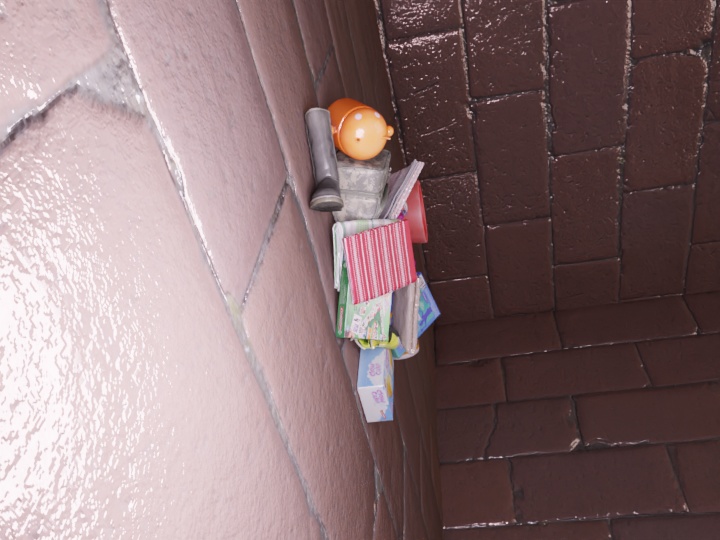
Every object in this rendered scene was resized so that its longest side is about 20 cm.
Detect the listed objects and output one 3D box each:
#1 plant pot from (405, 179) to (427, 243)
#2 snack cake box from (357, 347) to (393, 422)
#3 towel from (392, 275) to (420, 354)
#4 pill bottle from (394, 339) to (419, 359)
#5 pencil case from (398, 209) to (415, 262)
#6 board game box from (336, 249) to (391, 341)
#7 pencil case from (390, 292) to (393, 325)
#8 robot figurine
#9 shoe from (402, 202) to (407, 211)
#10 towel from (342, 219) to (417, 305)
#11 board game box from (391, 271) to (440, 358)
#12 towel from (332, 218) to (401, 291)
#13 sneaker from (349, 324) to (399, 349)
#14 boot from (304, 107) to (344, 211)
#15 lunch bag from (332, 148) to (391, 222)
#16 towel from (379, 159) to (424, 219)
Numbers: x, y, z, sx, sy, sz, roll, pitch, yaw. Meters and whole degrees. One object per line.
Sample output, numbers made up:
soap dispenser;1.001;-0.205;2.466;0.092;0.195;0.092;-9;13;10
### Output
plant pot;0.111;-0.172;1.973;0.200;0.175;0.204;-8;90;-80
snack cake box;0.040;0.256;1.547;0.201;0.066;0.116;-84;164;-55
towel;0.108;0.088;1.517;0.133;0.034;0.203;-125;-146;-69
pill bottle;0.106;0.153;1.871;0.116;0.115;0.203;-61;142;-74
pencil case;0.097;-0.077;1.708;0.089;0.087;0.202;-87;167;-47
board game box;0.013;0.046;1.349;0.134;0.029;0.203;11;81;-44
pencil case;0.074;0.094;1.654;0.087;0.077;0.203;12;-91;62
robot figurine;-0.011;-0.317;1.407;0.144;0.117;0.200;38;4;-36
shoe;0.043;-0.198;1.709;0.199;0.071;0.091;39;31;-15
towel;0.044;-0.021;1.347;0.198;0.022;0.147;-18;104;-41
board game box;0.127;0.124;1.784;0.200;0.045;0.153;-42;118;-28
towel;0.024;-0.038;1.395;0.198;0.030;0.152;-7;100;-40
sneaker;0.023;0.153;1.469;0.199;0.075;0.077;34;54;-45
boot;-0.072;-0.221;1.250;0.182;0.071;0.203;-150;-122;-85
lunch bag;-0.002;-0.189;1.477;0.201;0.137;0.170;-75;172;-64
towel;0.069;-0.171;1.568;0.202;0.032;0.191;-62;-165;-17
